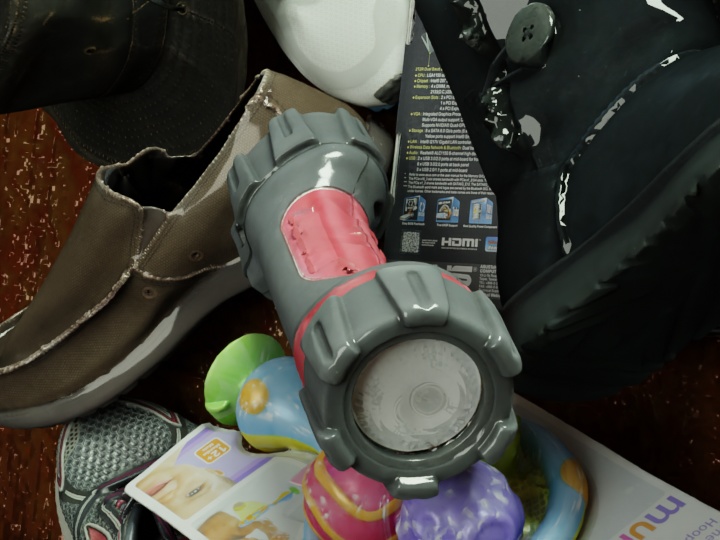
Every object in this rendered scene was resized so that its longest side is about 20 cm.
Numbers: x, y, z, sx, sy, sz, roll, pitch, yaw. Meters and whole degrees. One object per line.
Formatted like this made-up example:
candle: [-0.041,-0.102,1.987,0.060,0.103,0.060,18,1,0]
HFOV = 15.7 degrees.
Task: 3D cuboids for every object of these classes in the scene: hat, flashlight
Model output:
hat: [-0.127,-0.111,1.004,0.201,0.081,0.201,30,137,33]
flashlight: [0.000,0.000,0.856,0.200,0.068,0.068,-112,18,-63]

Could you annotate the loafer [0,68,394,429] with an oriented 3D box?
loafer: [-0.081,-0.014,1.004,0.200,0.071,0.073,-36,20,18]

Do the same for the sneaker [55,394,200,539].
sneaker: [-0.064,0.096,0.953,0.081,0.075,0.200,-32,34,-9]

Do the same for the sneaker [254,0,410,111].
sneaker: [-0.039,-0.145,0.994,0.075,0.087,0.200,-41,64,23]

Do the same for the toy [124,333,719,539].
toy: [0.012,0.065,0.851,0.115,0.047,0.200,-37,35,-20]

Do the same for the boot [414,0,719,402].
boot: [0.097,-0.075,0.803,0.200,0.076,0.168,-40,50,40]

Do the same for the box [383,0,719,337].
box: [0.105,-0.058,0.901,0.200,0.049,0.161,2,87,35]
